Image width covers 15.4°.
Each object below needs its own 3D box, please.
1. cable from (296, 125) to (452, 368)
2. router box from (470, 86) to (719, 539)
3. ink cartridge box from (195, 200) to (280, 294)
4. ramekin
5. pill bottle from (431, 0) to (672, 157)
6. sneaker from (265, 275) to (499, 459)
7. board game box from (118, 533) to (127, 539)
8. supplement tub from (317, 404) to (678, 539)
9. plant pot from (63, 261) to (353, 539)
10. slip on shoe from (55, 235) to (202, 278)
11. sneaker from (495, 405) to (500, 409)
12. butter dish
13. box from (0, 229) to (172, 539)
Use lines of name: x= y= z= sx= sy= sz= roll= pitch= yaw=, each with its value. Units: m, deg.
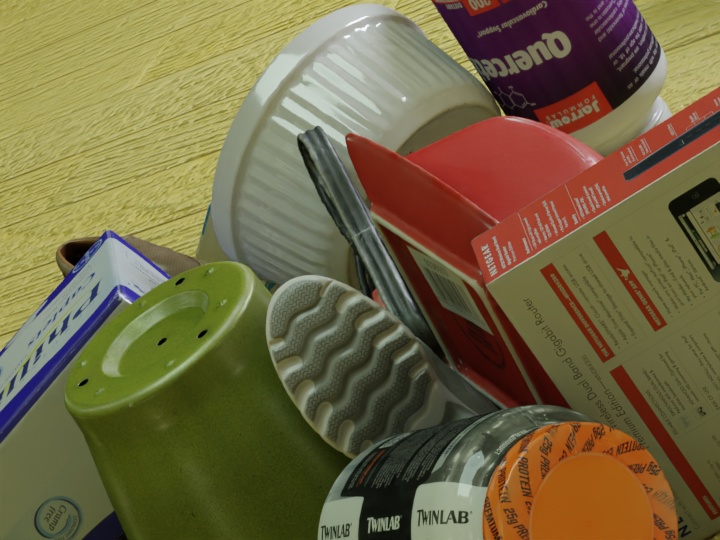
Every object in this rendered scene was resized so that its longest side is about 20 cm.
cable: x=0.000 y=0.000 z=1.599 sx=0.050 sy=0.201 sz=0.097 roll=-30 pitch=-14 yaw=-2
router box: x=0.182 y=0.020 z=1.329 sx=0.179 sy=0.200 sz=0.049 roll=-31 pitch=28 yaw=9
ink cartridge box: x=-0.023 y=-0.072 z=1.908 sx=0.200 sy=0.068 sz=0.116 roll=-45 pitch=-7 yaw=-20
ramekin: x=0.007 y=-0.063 z=1.752 sx=0.105 sy=0.201 sz=0.200 roll=34 pitch=67 yaw=30
pill bottle: x=0.127 y=-0.155 z=1.749 sx=0.112 sy=0.200 sz=0.113 roll=-29 pitch=23 yaw=14
sneaker: x=0.023 y=0.077 z=1.463 sx=0.075 sy=0.200 sz=0.082 roll=-46 pitch=13 yaw=3
board game box: x=-0.158 y=0.174 z=1.737 sx=0.104 sy=0.023 sz=0.200 roll=-29 pitch=24 yaw=22
supplement tub: x=0.068 y=0.132 z=1.322 sx=0.123 sy=0.123 sz=0.200 roll=-45 pitch=9 yaw=-23
plant pot: x=-0.066 y=0.106 z=1.519 sx=0.200 sy=0.193 sz=0.201 roll=-30 pitch=23 yaw=14
slip on shoe: x=-0.169 y=0.005 z=2.030 sx=0.076 sy=0.061 sz=0.200 roll=-44 pitch=24 yaw=-20
sneaker: x=0.062 y=0.018 z=1.651 sx=0.074 sy=0.089 sz=0.200 roll=-30 pitch=25 yaw=9
butter dish: x=0.114 y=-0.009 z=1.463 sx=0.148 sy=0.200 sz=0.200 roll=-37 pitch=32 yaw=-11
box: x=-0.177 y=0.089 z=1.701 sx=0.184 sy=0.105 sz=0.200 roll=-49 pitch=14 yaw=4
